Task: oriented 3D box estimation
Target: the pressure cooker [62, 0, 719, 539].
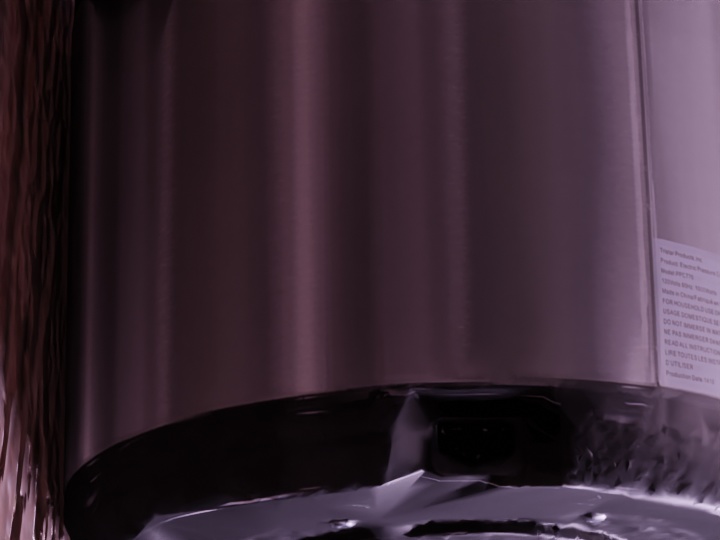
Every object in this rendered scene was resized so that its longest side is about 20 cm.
[{"bbox_3d":[0.021,-0.022,0.679,0.176,0.178,0.201,63,24,-69],"label":"pressure cooker"}]
